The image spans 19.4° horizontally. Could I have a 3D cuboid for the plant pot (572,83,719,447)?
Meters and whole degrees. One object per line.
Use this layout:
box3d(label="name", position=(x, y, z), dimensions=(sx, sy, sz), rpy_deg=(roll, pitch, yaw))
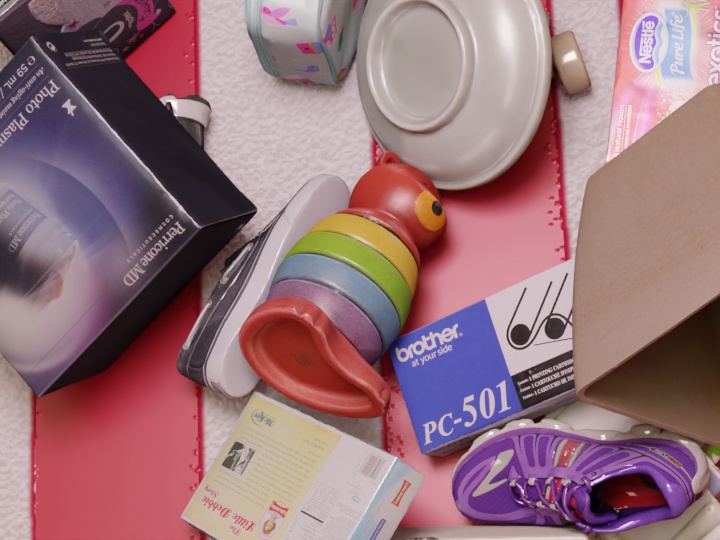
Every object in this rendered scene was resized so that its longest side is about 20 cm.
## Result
box3d(label="plant pot", position=(0.265, -0.010, 1.485), dimensions=(0.200, 0.199, 0.178), rpy_deg=(-40, 47, 34))

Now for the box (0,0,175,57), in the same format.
box3d(label="box", position=(-0.248, -0.237, 1.684), dimensions=(0.132, 0.200, 0.115), rpy_deg=(-42, 74, -3))

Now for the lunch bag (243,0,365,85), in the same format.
box3d(label="lunch bag", position=(-0.039, -0.261, 1.676), dimensions=(0.077, 0.160, 0.201), rpy_deg=(6, 77, 11))

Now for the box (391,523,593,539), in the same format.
box3d(label="box", position=(0.075, 0.233, 1.568), dimensions=(0.199, 0.068, 0.083), rpy_deg=(-4, 89, 10))

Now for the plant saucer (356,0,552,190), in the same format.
box3d(label="plant saucer", position=(0.058, -0.162, 1.634), dimensions=(0.200, 0.050, 0.201), rpy_deg=(4, 96, 44))

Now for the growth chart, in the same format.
box3d(label="growth chart", position=(0.207, 0.136, 1.581), dimensions=(0.145, 0.018, 0.200), rpy_deg=(-38, 70, 20))

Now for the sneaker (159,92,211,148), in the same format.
box3d(label="sneaker", position=(-0.219, -0.089, 1.710), dimensions=(0.199, 0.066, 0.091), rpy_deg=(-5, 72, 6))

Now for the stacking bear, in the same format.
box3d(label="stacking bear", position=(0.000, 0.000, 1.615), dimensions=(0.113, 0.122, 0.200), rpy_deg=(-9, 40, 48))

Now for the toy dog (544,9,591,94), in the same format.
box3d(label="toy dog", position=(0.110, -0.221, 1.673), dimensions=(0.132, 0.096, 0.200), rpy_deg=(-36, 73, -2))

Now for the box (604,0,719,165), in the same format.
box3d(label="box", position=(0.250, -0.158, 1.634), dimensions=(0.102, 0.095, 0.201), rpy_deg=(6, 76, 12))

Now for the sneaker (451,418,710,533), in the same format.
box3d(label="sneaker", position=(0.153, 0.155, 1.539), dimensions=(0.199, 0.083, 0.081), rpy_deg=(-8, 106, 28))

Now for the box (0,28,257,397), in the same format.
box3d(label="box", position=(-0.225, -0.046, 1.624), dimensions=(0.198, 0.123, 0.200), rpy_deg=(47, 110, 6))

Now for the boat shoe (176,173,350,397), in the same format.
box3d(label="boat shoe", position=(-0.079, 0.005, 1.663), dimensions=(0.068, 0.072, 0.201), rpy_deg=(17, 72, 36))

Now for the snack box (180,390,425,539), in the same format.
box3d(label="snack box", position=(-0.047, 0.170, 1.569), dimensions=(0.200, 0.037, 0.116), rpy_deg=(20, 76, 54))

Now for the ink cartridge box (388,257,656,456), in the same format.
box3d(label="ink cartridge box", position=(0.125, 0.062, 1.594), dimensions=(0.199, 0.044, 0.094), rpy_deg=(-26, 71, 22))
